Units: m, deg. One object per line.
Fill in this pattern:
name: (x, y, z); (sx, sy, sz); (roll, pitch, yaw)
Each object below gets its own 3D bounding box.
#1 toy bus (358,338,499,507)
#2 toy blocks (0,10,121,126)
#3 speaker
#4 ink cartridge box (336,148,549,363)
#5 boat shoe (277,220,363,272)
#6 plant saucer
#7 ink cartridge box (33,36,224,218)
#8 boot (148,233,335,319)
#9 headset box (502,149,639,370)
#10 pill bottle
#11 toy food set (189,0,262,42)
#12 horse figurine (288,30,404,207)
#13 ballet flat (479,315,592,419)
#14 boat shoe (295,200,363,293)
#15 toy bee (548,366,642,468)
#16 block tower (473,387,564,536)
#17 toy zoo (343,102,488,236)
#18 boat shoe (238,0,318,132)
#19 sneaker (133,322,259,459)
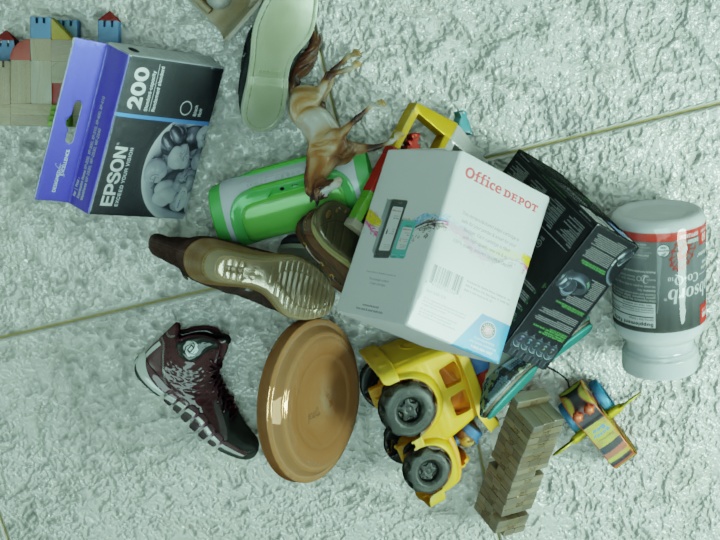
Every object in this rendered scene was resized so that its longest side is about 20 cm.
toy bus: (0.111, 0.167, 1.691); (0.190, 0.136, 0.202); (-23, 107, -9)
toy blocks: (-0.363, -0.241, 1.593); (0.197, 0.100, 0.139); (1, 96, 0)
speaker: (-0.081, -0.089, 1.628); (0.197, 0.089, 0.090); (-14, 106, 5)
ink cartridge box: (0.094, -0.019, 1.520); (0.146, 0.145, 0.202); (23, 82, -33)
boat shoe: (-0.004, -0.035, 1.669); (0.197, 0.073, 0.064); (2, 64, 6)
plant saucer: (-0.056, 0.160, 1.639); (0.032, 0.200, 0.203); (4, 110, 33)
ink cartridge box: (-0.269, -0.162, 1.570); (0.198, 0.043, 0.200); (0, 114, -45)
boot: (-0.144, -0.002, 1.632); (0.198, 0.166, 0.073); (20, 89, -37)
headset box: (0.201, -0.008, 1.591); (0.092, 0.174, 0.201); (23, 109, -41)
pill bottle: (0.366, 0.023, 1.637); (0.114, 0.116, 0.203); (-4, 107, 2)
toy food set: (-0.181, -0.387, 1.552); (0.200, 0.061, 0.144); (42, 104, -11)
horse figurine: (-0.036, -0.186, 1.586); (0.132, 0.050, 0.202); (-33, 66, 13)
ballet flat: (0.200, 0.104, 1.648); (0.199, 0.074, 0.075); (-36, 107, -27)
boat shoe: (0.000, 0.000, 1.606); (0.067, 0.072, 0.200); (-17, 123, 48)
toy bee: (0.282, 0.185, 1.692); (0.198, 0.109, 0.132); (30, 105, -9)
block tower: (0.201, 0.248, 1.705); (0.053, 0.058, 0.202); (-9, 127, -31)
toy zoo: (0.076, -0.106, 1.601); (0.131, 0.020, 0.202); (35, 76, -29)
boat shoe: (-0.103, -0.268, 1.582); (0.074, 0.066, 0.202); (3, 118, -21)
sneaker: (-0.184, 0.145, 1.709); (0.200, 0.076, 0.116); (41, 101, -10)
